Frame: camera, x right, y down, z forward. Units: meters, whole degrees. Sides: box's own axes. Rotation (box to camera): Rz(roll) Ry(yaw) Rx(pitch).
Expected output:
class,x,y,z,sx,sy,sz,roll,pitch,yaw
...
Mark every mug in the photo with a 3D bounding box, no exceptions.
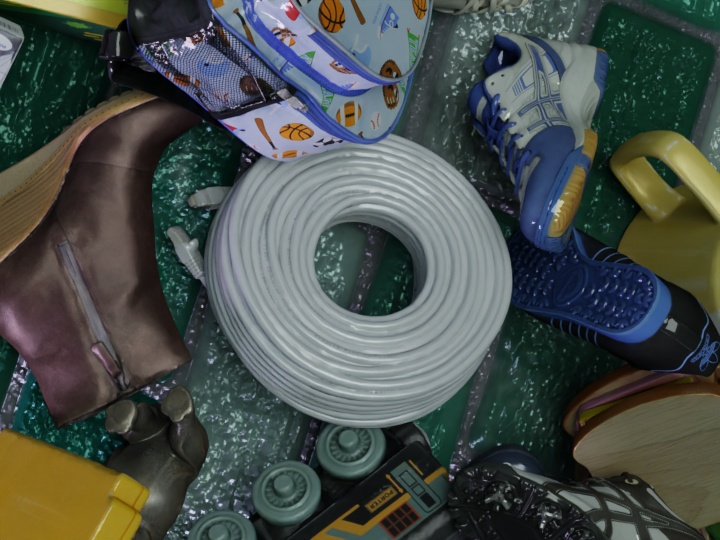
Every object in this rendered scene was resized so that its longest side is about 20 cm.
class,x,y,z,sx,sy,sz,roll,pitch,yaw
mug,0.249,0.004,1.705,0.186,0.153,0.150,18,83,-15

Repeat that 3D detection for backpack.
class,x,y,z,sx,sy,sz,roll,pitch,yaw
backpack,-0.040,-0.167,1.576,0.191,0.154,0.201,47,51,-45

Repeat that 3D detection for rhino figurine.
class,x,y,z,sx,sy,sz,roll,pitch,yaw
rhino figurine,-0.156,0.167,1.612,0.060,0.087,0.201,24,81,16

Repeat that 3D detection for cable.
class,x,y,z,sx,sy,sz,roll,pitch,yaw
cable,0.000,0.000,1.647,0.199,0.069,0.200,-23,75,-24

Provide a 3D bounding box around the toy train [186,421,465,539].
class,x,y,z,sx,sy,sz,roll,pitch,yaw
toy train,-0.022,0.177,1.629,0.200,0.085,0.114,-36,55,-15

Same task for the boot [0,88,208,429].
class,x,y,z,sx,sy,sz,roll,pitch,yaw
boot,-0.148,-0.014,1.616,0.200,0.072,0.167,-31,85,-2

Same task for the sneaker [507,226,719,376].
class,x,y,z,sx,sy,sz,roll,pitch,yaw
sneaker,0.161,0.022,1.663,0.078,0.200,0.070,36,89,-28

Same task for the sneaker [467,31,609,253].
class,x,y,z,sx,sy,sz,roll,pitch,yaw
sneaker,0.109,-0.085,1.673,0.088,0.200,0.075,16,126,-2

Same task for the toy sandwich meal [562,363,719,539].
class,x,y,z,sx,sy,sz,roll,pitch,yaw
toy sandwich meal,0.228,0.147,1.688,0.204,0.070,0.206,5,115,11

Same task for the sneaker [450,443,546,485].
class,x,y,z,sx,sy,sz,roll,pitch,yaw
sneaker,0.063,0.199,1.675,0.070,0.082,0.200,41,77,-11

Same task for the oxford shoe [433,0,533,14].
class,x,y,z,sx,sy,sz,roll,pitch,yaw
oxford shoe,0.083,-0.198,1.705,0.199,0.075,0.058,-17,90,-22

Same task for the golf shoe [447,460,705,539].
class,x,y,z,sx,sy,sz,roll,pitch,yaw
golf shoe,0.142,0.165,1.625,0.200,0.095,0.078,30,122,-16

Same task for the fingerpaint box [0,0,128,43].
class,x,y,z,sx,sy,sz,roll,pitch,yaw
fingerpaint box,-0.201,-0.259,1.620,0.166,0.073,0.201,12,84,-17

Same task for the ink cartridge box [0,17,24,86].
class,x,y,z,sx,sy,sz,roll,pitch,yaw
ink cartridge box,-0.293,-0.079,1.564,0.099,0.039,0.201,23,102,-19

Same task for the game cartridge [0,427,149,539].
class,x,y,z,sx,sy,sz,roll,pitch,yaw
game cartridge,-0.213,0.188,1.530,0.032,0.200,0.177,36,78,-28
